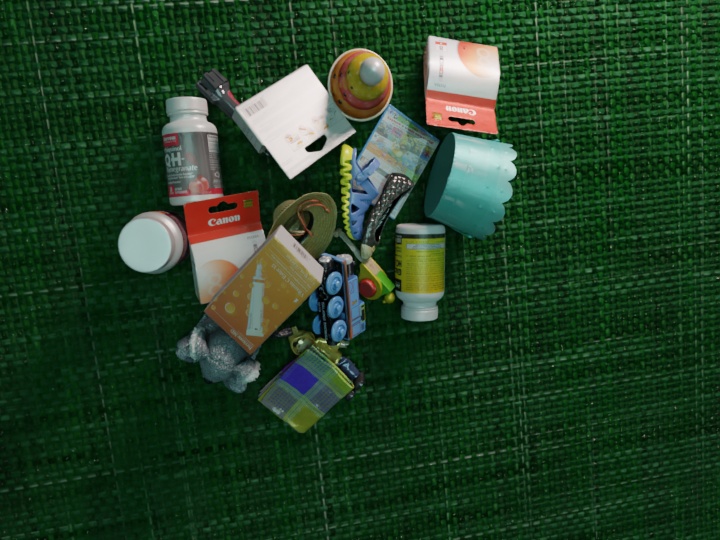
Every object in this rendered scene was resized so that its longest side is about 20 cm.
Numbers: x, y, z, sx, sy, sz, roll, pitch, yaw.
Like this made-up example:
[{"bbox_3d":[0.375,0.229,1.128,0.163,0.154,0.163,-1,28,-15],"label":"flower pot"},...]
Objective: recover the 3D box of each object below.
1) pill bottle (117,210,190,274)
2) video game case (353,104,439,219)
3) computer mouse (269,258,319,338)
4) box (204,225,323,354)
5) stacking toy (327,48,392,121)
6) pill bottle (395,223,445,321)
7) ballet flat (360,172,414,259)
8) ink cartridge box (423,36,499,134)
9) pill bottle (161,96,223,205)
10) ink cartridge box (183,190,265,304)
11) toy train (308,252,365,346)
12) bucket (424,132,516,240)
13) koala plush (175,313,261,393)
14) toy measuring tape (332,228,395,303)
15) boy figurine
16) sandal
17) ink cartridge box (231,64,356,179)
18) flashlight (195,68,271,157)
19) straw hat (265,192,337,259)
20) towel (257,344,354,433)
[{"bbox_3d":[-0.396,-0.057,1.039,0.110,0.200,0.118,-1,97,-8],"label":"pill bottle"},{"bbox_3d":[0.068,-0.238,1.176,0.141,0.018,0.203,31,92,-10],"label":"video game case"},{"bbox_3d":[-0.134,0.066,1.134,0.197,0.046,0.145,-22,111,-33],"label":"computer mouse"},{"bbox_3d":[-0.181,0.035,1.016,0.124,0.098,0.200,43,101,-12],"label":"box"},{"bbox_3d":[0.011,-0.386,1.057,0.141,0.200,0.151,-1,97,-8],"label":"stacking toy"},{"bbox_3d":[0.130,0.002,1.166,0.109,0.112,0.207,-1,97,-8],"label":"pill bottle"},{"bbox_3d":[0.052,-0.116,1.139,0.056,0.066,0.204,25,88,13],"label":"ballet flat"},{"bbox_3d":[0.212,-0.389,1.108,0.157,0.050,0.205,6,62,-9],"label":"ink cartridge box"},{"bbox_3d":[-0.339,-0.236,1.070,0.107,0.111,0.207,-5,98,-7],"label":"pill bottle"},{"bbox_3d":[-0.264,-0.046,1.082,0.159,0.050,0.205,-15,123,-28],"label":"ink cartridge box"},{"bbox_3d":[-0.049,0.058,1.128,0.113,0.085,0.206,-27,121,-43],"label":"toy train"},{"bbox_3d":[0.223,-0.181,1.117,0.131,0.207,0.213,15,95,-8],"label":"bucket"},{"bbox_3d":[-0.278,0.158,1.082,0.175,0.200,0.186,33,91,-10],"label":"koala plush"},{"bbox_3d":[0.000,0.000,1.178,0.074,0.074,0.200,-43,88,0],"label":"toy measuring tape"},{"bbox_3d":[-0.077,0.196,1.186,0.200,0.065,0.124,44,96,-13],"label":"boy figurine"},{"bbox_3d":[0.000,-0.162,1.128,0.084,0.080,0.206,-1,115,-1],"label":"sandal"},{"bbox_3d":[-0.131,-0.297,1.079,0.199,0.043,0.175,-40,95,-27],"label":"ink cartridge box"},{"bbox_3d":[-0.241,-0.329,1.100,0.200,0.068,0.068,44,94,-6],"label":"flashlight"},{"bbox_3d":[-0.144,-0.098,1.126,0.202,0.201,0.085,-47,60,-1],"label":"straw hat"},{"bbox_3d":[-0.122,0.269,1.174,0.143,0.023,0.200,43,113,-10],"label":"towel"}]
